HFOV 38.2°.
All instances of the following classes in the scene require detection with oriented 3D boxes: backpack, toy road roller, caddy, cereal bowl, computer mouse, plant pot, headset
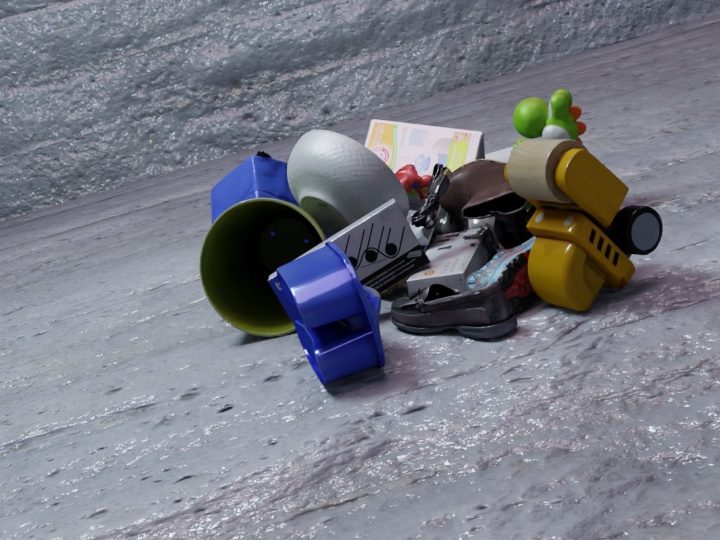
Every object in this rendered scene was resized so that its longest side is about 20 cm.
[{"bbox_3d":[-0.131,-0.078,1.718,0.197,0.171,0.161,11,-22,-38],"label":"backpack"},{"bbox_3d":[0.243,-0.046,1.219,0.147,0.199,0.122,-56,25,-10],"label":"toy road roller"},{"bbox_3d":[-0.026,0.046,1.228,0.103,0.144,0.200,-20,16,-9],"label":"caddy"},{"bbox_3d":[-0.030,-0.108,1.541,0.198,0.201,0.084,4,52,51],"label":"cereal bowl"},{"bbox_3d":[0.084,-0.064,1.484,0.043,0.201,0.111,19,61,3],"label":"computer mouse"},{"bbox_3d":[-0.119,-0.019,1.509,0.183,0.191,0.200,-13,7,8],"label":"plant pot"},{"bbox_3d":[0.235,-0.072,1.477,0.122,0.095,0.200,1,38,47],"label":"headset"}]

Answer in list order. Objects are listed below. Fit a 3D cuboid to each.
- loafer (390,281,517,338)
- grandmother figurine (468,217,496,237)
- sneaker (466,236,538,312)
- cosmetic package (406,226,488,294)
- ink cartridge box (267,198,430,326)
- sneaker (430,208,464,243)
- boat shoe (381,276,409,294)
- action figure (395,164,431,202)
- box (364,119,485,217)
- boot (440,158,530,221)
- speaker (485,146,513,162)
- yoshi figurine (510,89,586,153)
[{"bbox_3d":[0.108,0.038,1.268,0.071,0.064,0.198,-26,18,-36],"label":"loafer"},{"bbox_3d":[0.218,-0.103,1.642,0.060,0.123,0.200,27,38,8],"label":"grandmother figurine"},{"bbox_3d":[0.211,-0.014,1.327,0.198,0.081,0.095,-26,16,-35],"label":"sneaker"},{"bbox_3d":[0.126,-0.004,1.428,0.081,0.052,0.200,-11,16,19],"label":"cosmetic package"},{"bbox_3d":[-0.016,-0.002,1.375,0.198,0.095,0.044,-32,9,3],"label":"ink cartridge box"},{"bbox_3d":[0.123,-0.065,1.638,0.078,0.077,0.200,-23,5,7],"label":"sneaker"},{"bbox_3d":[0.000,0.000,1.498,0.071,0.077,0.198,-37,17,-33],"label":"boat shoe"},{"bbox_3d":[0.033,-0.117,1.648,0.197,0.100,0.066,-3,42,30],"label":"action figure"},{"bbox_3d":[0.104,-0.172,1.763,0.196,0.102,0.114,9,62,15],"label":"box"},{"bbox_3d":[0.167,-0.108,1.447,0.197,0.074,0.166,-11,13,31],"label":"boot"},{"bbox_3d":[0.222,-0.164,1.849,0.196,0.083,0.081,-16,15,-1],"label":"speaker"},{"bbox_3d":[0.273,-0.179,1.587,0.110,0.204,0.113,-3,26,-11],"label":"yoshi figurine"}]
